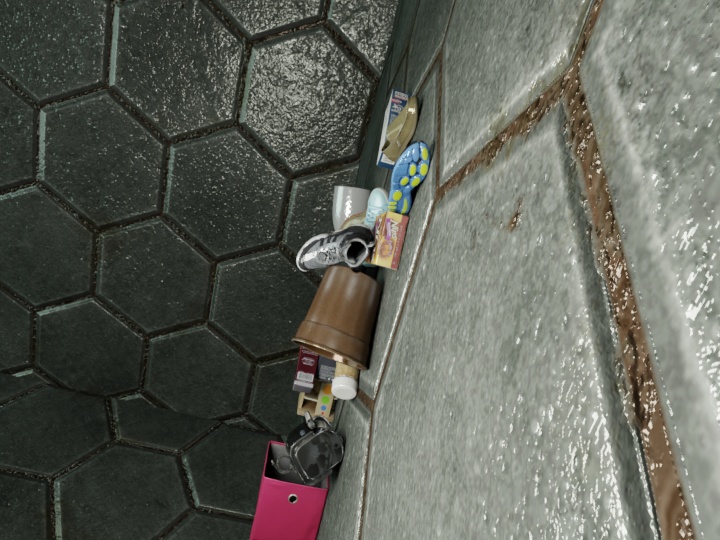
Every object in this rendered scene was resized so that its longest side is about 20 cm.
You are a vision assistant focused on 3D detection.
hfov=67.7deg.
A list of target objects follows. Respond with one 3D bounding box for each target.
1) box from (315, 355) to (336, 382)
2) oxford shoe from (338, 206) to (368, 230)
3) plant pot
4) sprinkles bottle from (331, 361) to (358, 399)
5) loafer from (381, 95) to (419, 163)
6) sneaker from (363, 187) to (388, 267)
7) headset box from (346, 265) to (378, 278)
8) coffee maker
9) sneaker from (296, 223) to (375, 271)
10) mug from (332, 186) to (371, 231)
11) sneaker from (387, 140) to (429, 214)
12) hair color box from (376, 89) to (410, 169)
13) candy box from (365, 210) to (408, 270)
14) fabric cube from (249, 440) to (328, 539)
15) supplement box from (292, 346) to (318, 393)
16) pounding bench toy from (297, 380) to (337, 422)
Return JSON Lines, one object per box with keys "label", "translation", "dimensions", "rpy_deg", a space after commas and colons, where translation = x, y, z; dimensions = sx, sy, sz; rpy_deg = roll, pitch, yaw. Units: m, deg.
{"label": "box", "translation": [-0.068, 0.207, 1.642], "dimensions": [0.202, 0.100, 0.188], "rpy_deg": [-91, 17, -64]}
{"label": "oxford shoe", "translation": [0.001, -0.114, 1.484], "dimensions": [0.198, 0.070, 0.076], "rpy_deg": [-36, 31, 34]}
{"label": "plant pot", "translation": [-0.045, 0.108, 1.299], "dimensions": [0.200, 0.194, 0.205], "rpy_deg": [129, 161, -76]}
{"label": "sprinkles bottle", "translation": [-0.031, 0.232, 1.415], "dimensions": [0.069, 0.066, 0.205], "rpy_deg": [111, 170, -49]}
{"label": "loafer", "translation": [0.101, -0.361, 1.389], "dimensions": [0.203, 0.065, 0.078], "rpy_deg": [109, 171, -48]}
{"label": "sneaker", "translation": [0.035, -0.108, 1.378], "dimensions": [0.081, 0.071, 0.209], "rpy_deg": [-13, -71, -66]}
{"label": "headset box", "translation": [0.000, 0.000, 1.560], "dimensions": [0.200, 0.072, 0.154], "rpy_deg": [-107, 30, -78]}
{"label": "coffee maker", "translation": [-0.137, 0.489, 1.422], "dimensions": [0.194, 0.133, 0.200], "rpy_deg": [-53, 3, -11]}
{"label": "sneaker", "translation": [-0.057, -0.043, 1.233], "dimensions": [0.114, 0.194, 0.078], "rpy_deg": [-114, 1, -70]}
{"label": "mug", "translation": [-0.026, -0.218, 2.053], "dimensions": [0.199, 0.143, 0.183], "rpy_deg": [-2, -81, -66]}
{"label": "sneaker", "translation": [0.094, -0.201, 1.123], "dimensions": [0.201, 0.068, 0.086], "rpy_deg": [107, 167, -60]}
{"label": "hair color box", "translation": [0.097, -0.408, 1.556], "dimensions": [0.101, 0.058, 0.207], "rpy_deg": [116, 165, -63]}
{"label": "candy box", "translation": [0.059, -0.069, 1.253], "dimensions": [0.200, 0.054, 0.121], "rpy_deg": [-165, 89, -83]}
{"label": "fabric cube", "translation": [-0.206, 0.661, 1.581], "dimensions": [0.200, 0.189, 0.207], "rpy_deg": [-110, 34, -78]}
{"label": "supplement box", "translation": [-0.155, 0.254, 1.613], "dimensions": [0.109, 0.059, 0.207], "rpy_deg": [115, 166, -67]}
{"label": "pounding bench toy", "translation": [-0.132, 0.374, 1.802], "dimensions": [0.200, 0.120, 0.162], "rpy_deg": [-102, 26, -76]}
